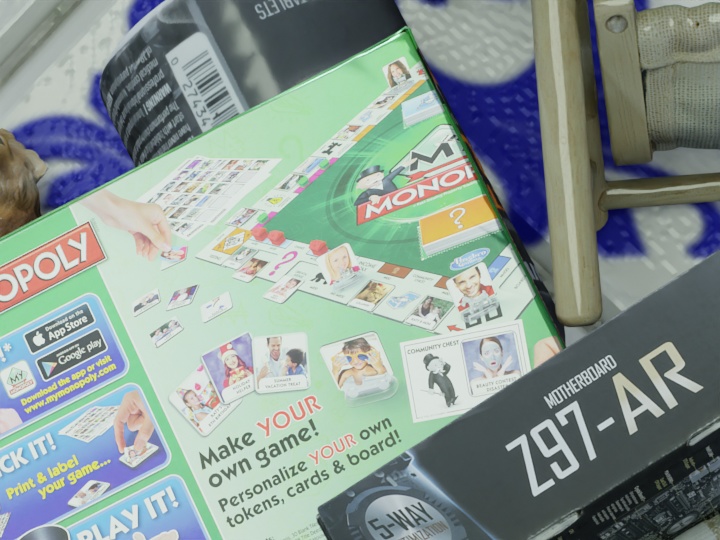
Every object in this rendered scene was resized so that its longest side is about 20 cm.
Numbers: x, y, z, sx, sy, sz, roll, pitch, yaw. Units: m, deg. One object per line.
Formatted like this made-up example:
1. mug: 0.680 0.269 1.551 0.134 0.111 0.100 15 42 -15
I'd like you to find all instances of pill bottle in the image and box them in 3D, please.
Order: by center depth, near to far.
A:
1. pill bottle: 0.000 0.000 0.866 0.106 0.106 0.201 -28 77 3

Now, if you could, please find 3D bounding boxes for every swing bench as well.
1. swing bench: 0.151 -0.102 0.813 0.197 0.130 0.202 -4 105 7

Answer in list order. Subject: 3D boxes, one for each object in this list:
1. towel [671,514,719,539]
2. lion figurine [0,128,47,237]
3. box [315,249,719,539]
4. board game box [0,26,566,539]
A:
1. towel: 0.074 0.136 0.771 0.199 0.150 0.031 -21 54 -23
2. lion figurine: -0.097 0.029 0.884 0.200 0.122 0.073 39 124 6
3. box: 0.087 0.075 0.786 0.160 0.200 0.044 -33 64 2
4. board game box: -0.043 0.032 0.796 0.199 0.029 0.135 -27 79 3
